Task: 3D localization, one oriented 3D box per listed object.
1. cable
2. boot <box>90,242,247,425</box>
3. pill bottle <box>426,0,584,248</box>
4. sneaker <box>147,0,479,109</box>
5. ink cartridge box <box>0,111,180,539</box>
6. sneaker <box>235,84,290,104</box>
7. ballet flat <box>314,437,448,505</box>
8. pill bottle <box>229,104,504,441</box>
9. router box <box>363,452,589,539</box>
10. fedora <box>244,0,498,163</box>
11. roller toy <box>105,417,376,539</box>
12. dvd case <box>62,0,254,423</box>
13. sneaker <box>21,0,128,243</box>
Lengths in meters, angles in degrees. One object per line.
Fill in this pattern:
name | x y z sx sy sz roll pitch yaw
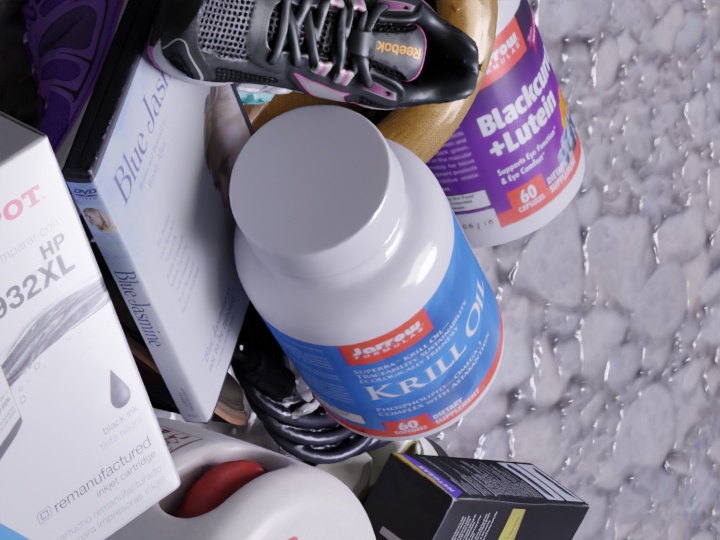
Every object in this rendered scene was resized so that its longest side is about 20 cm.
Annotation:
cable | -0.013 0.004 1.653 0.163 0.051 0.201 42 49 -30
boot | -0.110 0.012 1.512 0.200 0.074 0.097 34 68 -51
pill bottle | 0.051 -0.120 1.712 0.112 0.111 0.200 -58 138 -36
sneaker | -0.013 -0.116 1.413 0.200 0.086 0.081 -2 106 -52
ink cartridge box | -0.186 0.045 1.351 0.145 0.084 0.201 -34 124 -24
sneaker | -0.033 -0.172 1.511 0.077 0.091 0.200 15 119 -51
ballet flat | 0.004 0.125 1.694 0.200 0.068 0.069 -32 153 -52
pill bottle | 0.000 0.000 1.501 0.200 0.112 0.113 58 46 -60
router box | 0.031 0.204 1.699 0.157 0.052 0.201 11 110 -57
fedora | -0.026 -0.132 1.588 0.082 0.200 0.202 -136 -135 -82
roller toy | -0.090 0.170 1.498 0.200 0.139 0.183 -62 146 -17
dvd case | -0.087 -0.040 1.440 0.200 0.017 0.143 68 32 -50
sneaker | -0.133 -0.097 1.451 0.081 0.083 0.201 68 32 -52
